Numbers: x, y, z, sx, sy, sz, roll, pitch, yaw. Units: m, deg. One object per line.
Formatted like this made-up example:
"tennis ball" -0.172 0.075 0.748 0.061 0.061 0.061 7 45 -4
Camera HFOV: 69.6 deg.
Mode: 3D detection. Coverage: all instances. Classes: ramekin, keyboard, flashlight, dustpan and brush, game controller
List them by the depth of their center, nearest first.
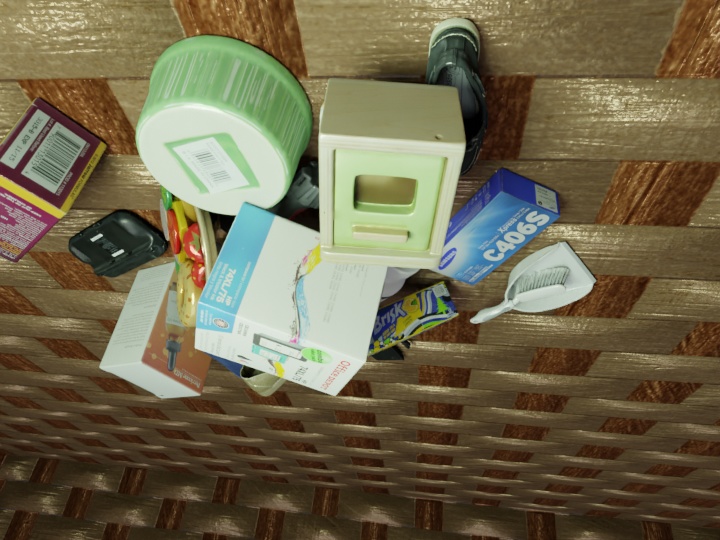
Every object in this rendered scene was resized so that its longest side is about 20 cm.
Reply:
"ramekin" -0.161 -0.156 0.611 0.197 0.099 0.201 5 147 3
"flashlight" -0.104 -0.078 0.753 0.068 0.068 0.199 48 131 -9
"dustpan and brush" 0.267 0.039 0.848 0.199 0.058 0.139 -22 137 37
"game controller" -0.425 -0.043 0.900 0.198 0.042 0.105 -18 124 33
"keyboard" 0.042 0.140 1.083 0.126 0.021 0.200 -6 145 30

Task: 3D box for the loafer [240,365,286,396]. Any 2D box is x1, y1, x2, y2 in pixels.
"loafer" -0.131 0.137 0.881 0.067 0.076 0.201 26 109 -44

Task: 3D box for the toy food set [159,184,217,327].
"toy food set" -0.249 -0.035 0.743 0.048 0.200 0.201 -10 151 -26

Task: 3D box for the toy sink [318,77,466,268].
"toy sink" 0.025 -0.075 0.536 0.128 0.113 0.201 4 137 -1

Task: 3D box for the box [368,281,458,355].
"box" 0.058 0.089 0.868 0.198 0.065 0.070 -21 169 -12

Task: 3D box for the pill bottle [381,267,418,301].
"pill bottle" 0.000 0.000 0.796 0.115 0.117 0.199 26 142 -26

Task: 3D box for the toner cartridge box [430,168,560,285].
"toner cartridge box" 0.181 -0.054 0.744 0.094 0.044 0.200 19 145 -15

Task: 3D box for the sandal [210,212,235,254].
"sandal" -0.229 -0.059 0.810 0.081 0.055 0.200 22 144 -21

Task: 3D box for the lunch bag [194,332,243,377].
"lunch bag" -0.203 0.108 0.980 0.131 0.137 0.200 -12 140 26

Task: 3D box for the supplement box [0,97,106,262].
"supplement box" -0.457 -0.116 0.706 0.199 0.132 0.103 -23 134 37

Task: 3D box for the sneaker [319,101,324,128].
"sneaker" 0.011 -0.119 0.643 0.075 0.089 0.200 -19 139 32

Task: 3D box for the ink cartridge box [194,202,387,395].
"ink cartridge box" -0.087 0.043 0.658 0.198 0.147 0.147 20 147 -7

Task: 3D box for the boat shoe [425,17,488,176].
"boat shoe" 0.105 -0.166 0.572 0.073 0.067 0.200 3 146 7

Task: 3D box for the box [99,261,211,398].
"box" -0.354 0.113 0.960 0.105 0.202 0.152 -11 143 26
